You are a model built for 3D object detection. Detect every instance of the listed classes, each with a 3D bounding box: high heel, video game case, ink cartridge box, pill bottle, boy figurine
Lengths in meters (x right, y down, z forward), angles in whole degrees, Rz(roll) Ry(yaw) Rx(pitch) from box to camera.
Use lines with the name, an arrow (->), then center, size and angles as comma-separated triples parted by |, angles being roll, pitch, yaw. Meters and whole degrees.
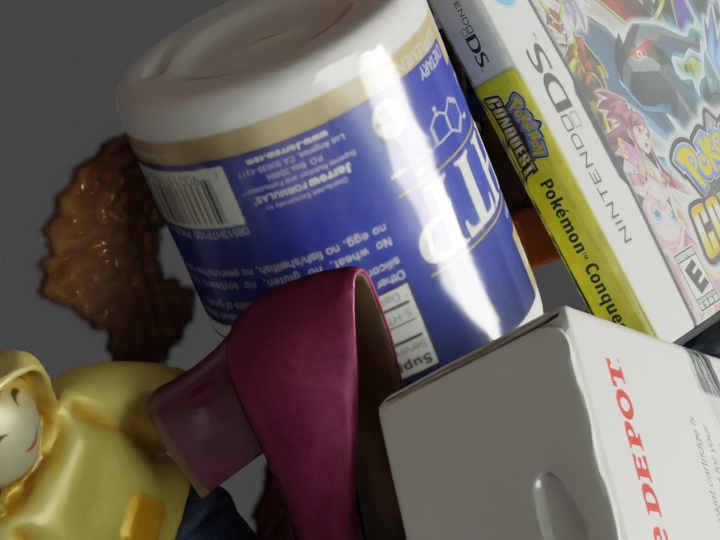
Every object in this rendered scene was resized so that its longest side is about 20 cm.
high heel -> 0.019, 0.094, 0.890 | 0.200, 0.096, 0.067 | 48, 31, -13
video game case -> 0.119, -0.070, 1.059 | 0.200, 0.025, 0.181 | -27, 89, -52
ink cartridge box -> 0.107, 0.109, 0.884 | 0.200, 0.084, 0.145 | 18, 52, -50
pill bottle -> 0.000, 0.000, 0.955 | 0.120, 0.119, 0.200 | -39, 117, -35
boy figurine -> -0.089, 0.083, 0.915 | 0.200, 0.064, 0.125 | 47, 64, -37

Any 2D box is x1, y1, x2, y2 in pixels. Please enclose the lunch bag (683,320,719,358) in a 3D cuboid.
lunch bag -> 0.151, 0.100, 1.088 | 0.200, 0.136, 0.132 | -54, 124, -26

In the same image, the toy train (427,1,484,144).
toy train -> 0.027, -0.131, 1.037 | 0.046, 0.034, 0.201 | -9, 97, -54

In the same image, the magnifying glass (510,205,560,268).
magnifying glass -> 0.133, -0.033, 1.144 | 0.200, 0.022, 0.080 | -17, 103, -40
